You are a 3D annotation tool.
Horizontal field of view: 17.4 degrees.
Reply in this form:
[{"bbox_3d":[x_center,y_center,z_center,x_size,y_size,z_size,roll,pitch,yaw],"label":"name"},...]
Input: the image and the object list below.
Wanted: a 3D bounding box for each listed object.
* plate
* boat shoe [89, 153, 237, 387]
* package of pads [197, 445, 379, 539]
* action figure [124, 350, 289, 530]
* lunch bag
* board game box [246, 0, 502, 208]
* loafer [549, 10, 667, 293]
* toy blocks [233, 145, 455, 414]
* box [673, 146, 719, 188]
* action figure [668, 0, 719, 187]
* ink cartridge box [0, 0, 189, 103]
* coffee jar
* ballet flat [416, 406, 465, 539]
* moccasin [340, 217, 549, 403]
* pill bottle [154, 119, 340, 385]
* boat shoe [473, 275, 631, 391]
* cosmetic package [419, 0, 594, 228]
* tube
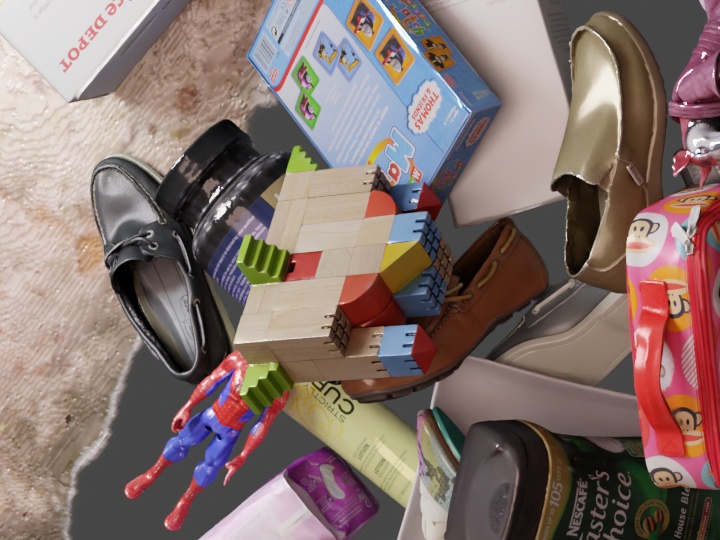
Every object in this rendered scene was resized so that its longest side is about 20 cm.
[{"bbox_3d":[0.135,0.172,1.754,0.199,0.032,0.201,13,104,-1],"label":"plate"},{"bbox_3d":[-0.163,0.001,1.822,0.074,0.066,0.200,-25,85,26],"label":"boat shoe"},{"bbox_3d":[-0.088,0.226,1.807,0.200,0.120,0.076,-41,85,19],"label":"package of pads"},{"bbox_3d":[-0.110,0.123,1.808,0.065,0.052,0.200,41,122,3],"label":"action figure"},{"bbox_3d":[0.236,0.046,1.599,0.082,0.176,0.201,0,104,34],"label":"lunch bag"},{"bbox_3d":[0.006,-0.139,1.708,0.200,0.036,0.151,54,139,22],"label":"board game box"},{"bbox_3d":[0.170,-0.080,1.633,0.067,0.076,0.201,-7,89,-26],"label":"loafer"},{"bbox_3d":[0.000,0.000,1.624,0.136,0.201,0.100,-5,140,27],"label":"toy blocks"},{"bbox_3d":[0.335,-0.027,1.676,0.157,0.051,0.201,-25,90,20],"label":"box"},{"bbox_3d":[0.251,-0.155,1.605,0.149,0.134,0.201,25,83,26],"label":"action figure"},{"bbox_3d":[-0.231,-0.248,1.804,0.200,0.083,0.146,45,107,7],"label":"ink cartridge box"},{"bbox_3d":[0.158,0.163,1.654,0.199,0.085,0.105,7,101,-27],"label":"coffee jar"},{"bbox_3d":[0.091,0.190,1.712,0.071,0.069,0.200,-39,104,15],"label":"ballet flat"},{"bbox_3d":[0.056,0.028,1.685,0.074,0.201,0.078,-10,113,57],"label":"moccasin"},{"bbox_3d":[-0.054,-0.017,1.767,0.200,0.112,0.112,42,107,7],"label":"pill bottle"},{"bbox_3d":[0.161,0.039,1.745,0.200,0.062,0.073,-36,128,28],"label":"boat shoe"},{"bbox_3d":[0.101,-0.141,1.718,0.112,0.081,0.201,-14,95,19],"label":"cosmetic package"},{"bbox_3d":[-0.019,0.107,1.808,0.200,0.052,0.058,40,79,13],"label":"tube"}]
